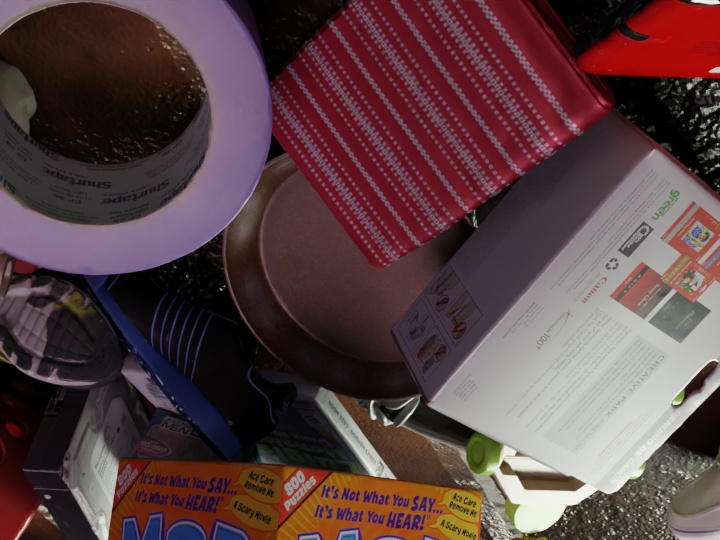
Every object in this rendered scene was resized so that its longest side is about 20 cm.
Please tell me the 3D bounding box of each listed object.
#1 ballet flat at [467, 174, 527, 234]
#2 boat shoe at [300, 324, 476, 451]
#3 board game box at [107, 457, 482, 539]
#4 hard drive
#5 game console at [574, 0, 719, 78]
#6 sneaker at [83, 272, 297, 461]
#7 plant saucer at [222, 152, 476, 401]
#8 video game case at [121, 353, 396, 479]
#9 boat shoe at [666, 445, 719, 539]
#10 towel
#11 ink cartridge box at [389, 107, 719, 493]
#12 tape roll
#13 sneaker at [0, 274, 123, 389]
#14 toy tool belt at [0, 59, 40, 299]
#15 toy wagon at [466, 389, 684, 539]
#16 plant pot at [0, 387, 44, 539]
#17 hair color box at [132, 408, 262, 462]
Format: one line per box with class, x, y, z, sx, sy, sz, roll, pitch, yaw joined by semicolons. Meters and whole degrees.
ballet flat;0.099;-0.022;0.724;0.066;0.057;0.200;-8;134;22
boat shoe;0.032;0.089;0.841;0.200;0.065;0.074;21;137;-10
board game box;-0.055;0.250;0.786;0.200;0.200;0.200;17;162;-41
hard drive;-0.226;0.173;0.945;0.038;0.140;0.200;0;136;11
game console;0.222;-0.174;0.520;0.200;0.119;0.172;-1;171;-15
sneaker;-0.132;0.051;0.817;0.200;0.078;0.070;47;162;16
plant saucer;0.000;0.000;0.750;0.200;0.034;0.201;10;120;18
video game case;-0.083;0.138;0.915;0.200;0.023;0.182;4;144;31
boat shoe;0.323;0.156;0.868;0.065;0.074;0.200;38;122;-20
towel;0.036;-0.102;0.634;0.200;0.022;0.145;-35;92;39
ink cartridge box;0.152;0.024;0.677;0.175;0.084;0.200;31;108;-31
tape roll;-0.153;-0.103;0.619;0.200;0.085;0.200;-4;121;-8
sneaker;-0.259;0.043;0.847;0.200;0.075;0.085;22;163;24
toy tool belt;-0.273;-0.044;0.733;0.125;0.123;0.200;1;137;12
toy wagon;0.155;0.132;0.825;0.155;0.040;0.200;7;117;-27
plant pot;-0.391;0.175;0.942;0.182;0.201;0.200;40;131;-24
hair color box;-0.137;0.211;0.989;0.100;0.061;0.200;15;148;15
